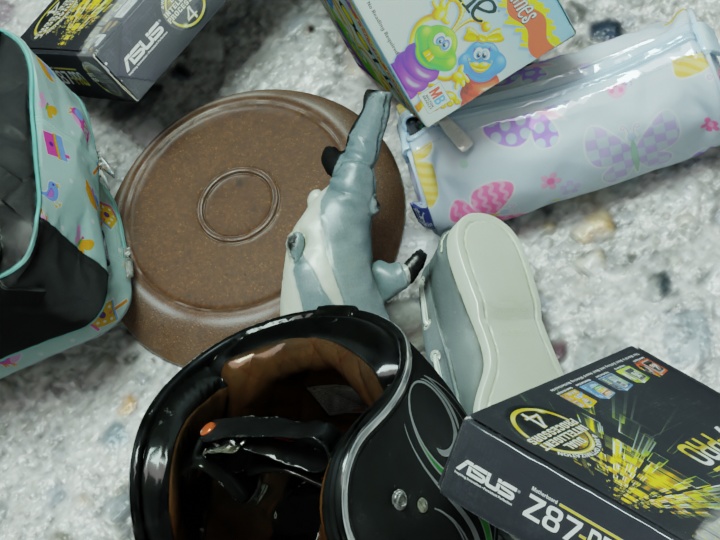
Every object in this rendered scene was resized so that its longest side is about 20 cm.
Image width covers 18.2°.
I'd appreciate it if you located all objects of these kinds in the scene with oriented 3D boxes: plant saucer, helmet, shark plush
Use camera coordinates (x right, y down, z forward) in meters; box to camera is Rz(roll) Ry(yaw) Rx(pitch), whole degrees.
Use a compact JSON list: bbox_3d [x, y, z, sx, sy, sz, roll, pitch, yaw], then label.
[{"bbox_3d":[-0.072,-0.034,1.389,0.198,0.035,0.202,-8,60,14],"label":"plant saucer"},{"bbox_3d":[-0.018,0.140,1.185,0.198,0.192,0.201,-13,29,8],"label":"helmet"},{"bbox_3d":[0.000,0.000,1.303,0.082,0.091,0.202,7,80,8],"label":"shark plush"}]

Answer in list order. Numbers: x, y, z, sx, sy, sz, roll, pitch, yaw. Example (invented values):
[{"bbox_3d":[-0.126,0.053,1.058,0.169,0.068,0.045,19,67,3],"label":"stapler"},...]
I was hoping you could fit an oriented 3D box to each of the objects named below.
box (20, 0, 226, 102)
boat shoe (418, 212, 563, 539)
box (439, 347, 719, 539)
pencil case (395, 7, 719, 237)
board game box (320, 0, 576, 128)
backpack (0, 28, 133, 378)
[{"bbox_3d":[-0.123,-0.197,1.443,0.200,0.049,0.161,-50,27,-13],"label":"box"},{"bbox_3d":[0.074,0.068,1.283,0.062,0.072,0.202,-39,53,46],"label":"boat shoe"},{"bbox_3d":[0.156,0.111,1.142,0.161,0.199,0.049,32,113,25],"label":"box"},{"bbox_3d":[0.120,-0.089,1.327,0.198,0.091,0.084,-17,43,6],"label":"pencil case"},{"bbox_3d":[0.036,-0.172,1.331,0.103,0.105,0.200,-32,18,-2],"label":"board game box"},{"bbox_3d":[-0.234,-0.037,1.363,0.175,0.153,0.202,-24,60,21],"label":"backpack"}]
